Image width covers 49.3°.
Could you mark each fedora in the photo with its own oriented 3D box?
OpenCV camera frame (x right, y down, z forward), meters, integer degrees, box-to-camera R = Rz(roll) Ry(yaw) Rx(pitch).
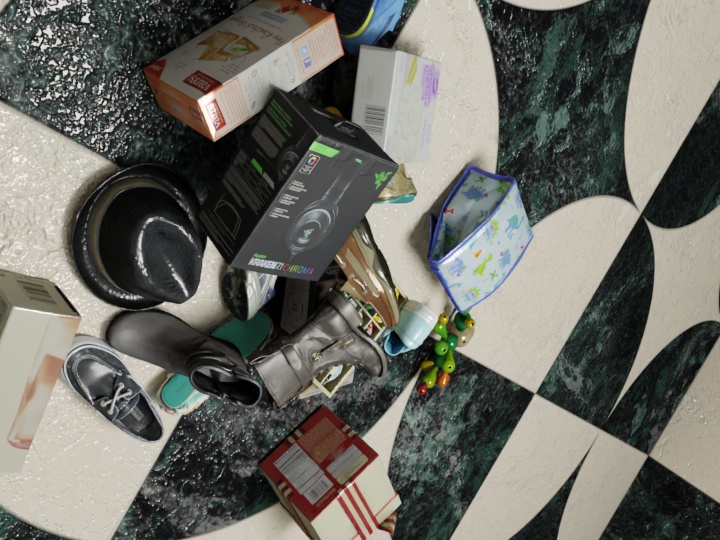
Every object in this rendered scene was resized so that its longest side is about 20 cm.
[{"bbox_3d":[-0.252,-0.024,0.964,0.198,0.091,0.205,-24,129,-33],"label":"fedora"}]

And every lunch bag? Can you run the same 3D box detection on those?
[{"bbox_3d":[0.199,-0.048,1.379,0.202,0.126,0.171,-56,141,-16],"label":"lunch bag"}]

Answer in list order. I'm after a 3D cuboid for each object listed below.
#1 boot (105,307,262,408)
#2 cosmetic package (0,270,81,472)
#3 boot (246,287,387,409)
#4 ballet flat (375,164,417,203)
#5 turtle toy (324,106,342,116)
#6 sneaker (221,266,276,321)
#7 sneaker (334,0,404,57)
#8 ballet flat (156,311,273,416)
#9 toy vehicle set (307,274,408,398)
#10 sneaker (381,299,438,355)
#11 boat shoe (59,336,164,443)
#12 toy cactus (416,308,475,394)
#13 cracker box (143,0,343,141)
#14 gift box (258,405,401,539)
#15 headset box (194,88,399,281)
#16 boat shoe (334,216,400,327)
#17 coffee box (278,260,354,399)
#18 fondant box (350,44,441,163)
[{"bbox_3d":[-0.225,0.111,1.010,0.196,0.131,0.071,16,97,-24],"label":"boot"},{"bbox_3d":[-0.405,0.115,0.891,0.086,0.103,0.203,17,103,-47],"label":"cosmetic package"},{"bbox_3d":[-0.062,0.133,1.121,0.173,0.069,0.201,-41,132,-10],"label":"boot"},{"bbox_3d":[0.047,-0.134,1.180,0.072,0.070,0.200,-66,170,10],"label":"ballet flat"},{"bbox_3d":[-0.051,-0.121,1.100,0.145,0.100,0.203,-37,135,-22],"label":"turtle toy"},{"bbox_3d":[-0.146,-0.032,1.095,0.084,0.076,0.204,-28,139,-43],"label":"sneaker"},{"bbox_3d":[0.036,-0.383,1.064,0.202,0.065,0.078,-57,151,-1],"label":"sneaker"},{"bbox_3d":[-0.210,0.133,1.137,0.199,0.076,0.064,-38,167,-16],"label":"ballet flat"},{"bbox_3d":[-0.019,0.082,1.190,0.201,0.026,0.125,-51,138,-9],"label":"toy vehicle set"},{"bbox_3d":[0.054,0.097,1.290,0.074,0.200,0.082,41,74,-7],"label":"sneaker"},{"bbox_3d":[-0.321,0.164,1.029,0.072,0.067,0.202,-42,137,-18],"label":"boat shoe"},{"bbox_3d":[0.168,0.132,1.503,0.164,0.101,0.205,-18,125,-60],"label":"toy cactus"},{"bbox_3d":[-0.135,-0.244,0.916,0.199,0.133,0.058,-39,136,-21],"label":"cracker box"},{"bbox_3d":[-0.046,0.389,1.352,0.183,0.199,0.189,-36,136,-16],"label":"gift box"},{"bbox_3d":[-0.069,-0.100,0.943,0.201,0.093,0.173,-52,149,17],"label":"headset box"},{"bbox_3d":[0.000,0.000,1.108,0.072,0.076,0.202,-20,125,7],"label":"boat shoe"},{"bbox_3d":[-0.061,0.084,1.232,0.111,0.079,0.205,-11,121,-39],"label":"coffee box"},{"bbox_3d":[0.051,-0.228,1.099,0.199,0.057,0.148,-24,123,-67],"label":"fondant box"}]
